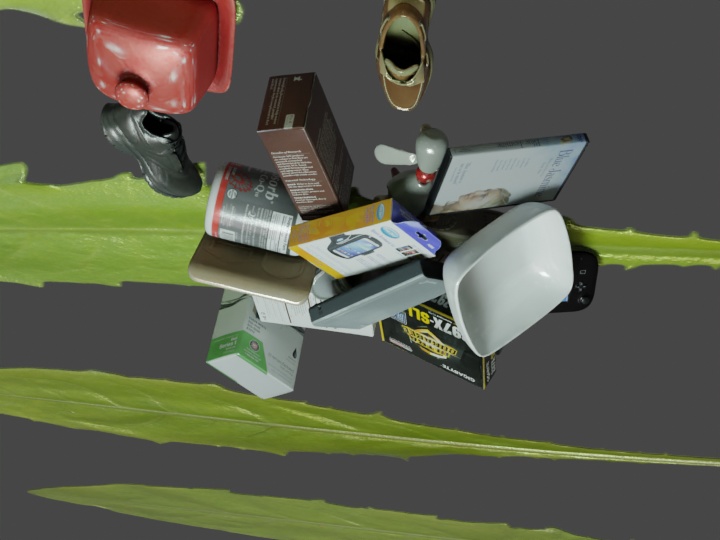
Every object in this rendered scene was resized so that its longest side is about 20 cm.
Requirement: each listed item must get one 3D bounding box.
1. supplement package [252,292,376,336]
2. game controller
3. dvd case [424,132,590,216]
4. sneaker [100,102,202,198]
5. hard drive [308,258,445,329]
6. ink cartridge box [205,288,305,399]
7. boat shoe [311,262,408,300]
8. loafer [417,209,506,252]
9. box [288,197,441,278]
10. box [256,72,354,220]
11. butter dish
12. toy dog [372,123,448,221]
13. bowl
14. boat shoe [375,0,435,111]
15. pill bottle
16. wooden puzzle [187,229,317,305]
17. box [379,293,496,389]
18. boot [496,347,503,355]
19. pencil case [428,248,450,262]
[{"bbox_3d":[-0.067,0.018,1.642,0.198,0.122,0.120,7,148,10],"label":"supplement package"},{"bbox_3d":[0.268,0.019,1.530,0.198,0.042,0.105,-3,127,-9],"label":"game controller"},{"bbox_3d":[0.194,-0.127,1.337,0.198,0.018,0.143,-8,152,-15],"label":"dvd case"},{"bbox_3d":[-0.291,-0.179,1.464,0.090,0.076,0.200,-15,142,27],"label":"sneaker"},{"bbox_3d":[0.041,0.037,1.465,0.199,0.033,0.139,-25,162,28],"label":"hard drive"},{"bbox_3d":[-0.174,0.099,1.739,0.084,0.201,0.146,-18,138,36],"label":"ink cartridge box"},{"bbox_3d":[0.001,0.001,1.496,0.201,0.065,0.075,-15,96,29],"label":"boat shoe"},{"bbox_3d":[0.131,-0.063,1.485,0.198,0.076,0.068,15,143,-5],"label":"loafer"},{"bbox_3d":[0.013,-0.044,1.387,0.199,0.042,0.119,-15,149,32],"label":"box"},{"bbox_3d":[-0.072,-0.166,1.369,0.074,0.101,0.201,-1,146,15],"label":"box"},{"bbox_3d":[-0.267,-0.266,1.239,0.198,0.149,0.200,14,149,-2],"label":"butter dish"},{"bbox_3d":[0.075,-0.141,1.374,0.131,0.097,0.200,4,146,-35],"label":"toy dog"},{"bbox_3d":[0.203,0.004,1.420,0.075,0.199,0.201,44,164,41],"label":"bowl"},{"bbox_3d":[0.048,-0.261,1.199,0.075,0.074,0.201,8,148,8],"label":"boat shoe"},{"bbox_3d":[-0.127,-0.088,1.502,0.198,0.117,0.116,14,149,-2],"label":"pill bottle"},{"bbox_3d":[-0.157,-0.020,1.540,0.184,0.201,0.047,13,125,-1],"label":"wooden puzzle"},{"bbox_3d":[0.120,0.091,1.587,0.199,0.049,0.160,25,147,25],"label":"box"},{"bbox_3d":[0.156,0.089,1.676,0.167,0.077,0.200,12,175,-2],"label":"boot"},{"bbox_3d":[0.139,-0.007,1.567,0.199,0.078,0.090,26,126,-21],"label":"pencil case"}]
